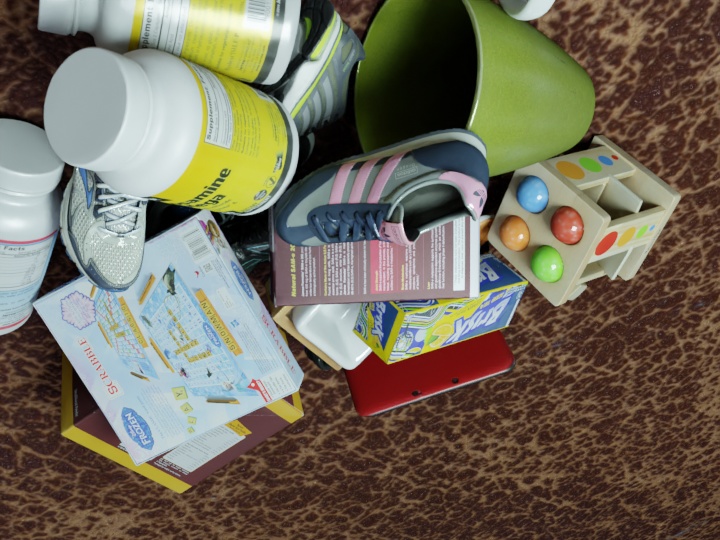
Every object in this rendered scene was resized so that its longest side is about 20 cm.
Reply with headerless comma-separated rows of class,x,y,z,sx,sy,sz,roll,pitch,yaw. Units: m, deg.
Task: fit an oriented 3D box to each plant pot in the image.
plant pot,0.127,-0.168,0.812,0.199,0.188,0.188,0,133,-34

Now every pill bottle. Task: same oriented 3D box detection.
pill bottle,-0.158,-0.223,0.693,0.199,0.112,0.112,5,131,-22
pill bottle,-0.349,-0.040,0.805,0.108,0.109,0.201,12,127,-28
pill bottle,-0.146,-0.109,0.673,0.112,0.113,0.200,-41,159,21

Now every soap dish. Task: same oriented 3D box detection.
soap dish,0.000,0.000,0.915,0.200,0.081,0.157,-47,145,-2

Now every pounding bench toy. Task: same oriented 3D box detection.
pounding bench toy,0.234,-0.030,0.969,0.155,0.124,0.201,-17,140,-35

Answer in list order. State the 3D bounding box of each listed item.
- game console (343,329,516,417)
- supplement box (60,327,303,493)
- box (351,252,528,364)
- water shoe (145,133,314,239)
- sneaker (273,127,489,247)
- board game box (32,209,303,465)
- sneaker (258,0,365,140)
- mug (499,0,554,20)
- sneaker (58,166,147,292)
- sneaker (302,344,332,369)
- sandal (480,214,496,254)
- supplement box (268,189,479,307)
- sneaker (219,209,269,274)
game console,0.082,0.124,1.070,0.199,0.119,0.173,-17,157,-2
supplement box,-0.211,0.129,0.996,0.199,0.133,0.197,-34,133,14
box,0.091,0.037,0.921,0.199,0.064,0.070,-12,132,-41
water shoe,-0.131,-0.082,0.860,0.199,0.079,0.072,-27,135,7
sneaker,0.011,-0.051,0.697,0.199,0.082,0.070,-20,134,22
board game box,-0.190,0.070,0.843,0.199,0.041,0.201,-25,102,13
sneaker,-0.058,-0.150,0.799,0.081,0.074,0.201,23,103,-43
mug,0.144,-0.303,0.674,0.147,0.176,0.201,-5,134,-14
sneaker,-0.221,-0.081,0.745,0.077,0.202,0.085,-3,178,-34
sneaker,0.009,0.049,1.015,0.200,0.100,0.069,-42,131,17
sandal,0.112,0.014,1.037,0.079,0.059,0.207,-7,144,-48
supplement box,0.012,-0.026,0.807,0.199,0.061,0.110,-1,96,-11
sneaker,-0.113,-0.040,0.910,0.199,0.076,0.079,-11,145,-22
